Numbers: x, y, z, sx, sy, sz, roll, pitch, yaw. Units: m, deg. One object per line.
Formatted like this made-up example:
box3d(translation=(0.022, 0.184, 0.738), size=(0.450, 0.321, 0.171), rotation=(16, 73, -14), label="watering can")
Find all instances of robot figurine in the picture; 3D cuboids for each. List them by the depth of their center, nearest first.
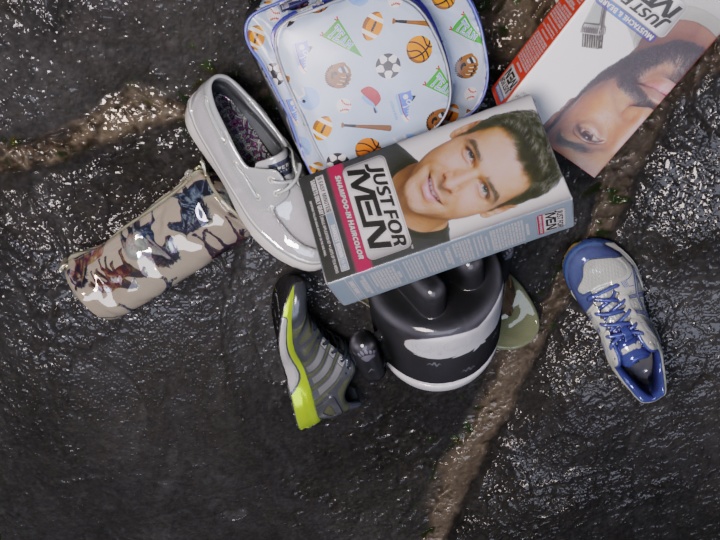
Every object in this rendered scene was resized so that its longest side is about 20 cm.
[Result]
box3d(translation=(0.068, 0.031, 0.864), size=(0.149, 0.125, 0.200), rotation=(-1, 151, 6), label="robot figurine")

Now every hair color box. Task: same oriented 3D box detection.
box3d(translation=(0.060, -0.055, 0.752), size=(0.199, 0.099, 0.061), rotation=(-19, 157, 6), label="hair color box")
box3d(translation=(0.215, -0.192, 0.780), size=(0.111, 0.064, 0.200), rotation=(30, 117, -15), label="hair color box")

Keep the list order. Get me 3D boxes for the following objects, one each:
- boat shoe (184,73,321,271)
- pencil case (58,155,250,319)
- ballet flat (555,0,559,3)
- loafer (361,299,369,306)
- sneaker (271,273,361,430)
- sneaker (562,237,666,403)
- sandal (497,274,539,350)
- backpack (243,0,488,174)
box3d(translation=(-0.083, -0.091, 0.853), size=(0.072, 0.068, 0.201), rotation=(-30, 88, -28), label="boat shoe")
box3d(translation=(-0.199, -0.027, 0.917), size=(0.200, 0.078, 0.090), rotation=(-32, 104, 14), label="pencil case")
box3d(translation=(0.186, -0.301, 0.785), size=(0.069, 0.070, 0.201), rotation=(2, 118, -5), label="ballet flat")
box3d(translation=(0.000, 0.000, 0.952), size=(0.200, 0.070, 0.075), rotation=(34, 113, -22), label="loafer")
box3d(translation=(-0.047, 0.083, 1.006), size=(0.081, 0.074, 0.201), rotation=(-12, 128, -4), label="sneaker")
box3d(translation=(0.282, 0.054, 0.996), size=(0.075, 0.088, 0.200), rotation=(-28, 117, 15), label="sneaker")
box3d(translation=(0.118, 0.012, 0.966), size=(0.080, 0.057, 0.201), rotation=(-41, 115, -1), label="sandal")
box3d(translation=(0.012, -0.183, 0.806), size=(0.190, 0.154, 0.201), rotation=(-25, 117, -1), label="backpack")
